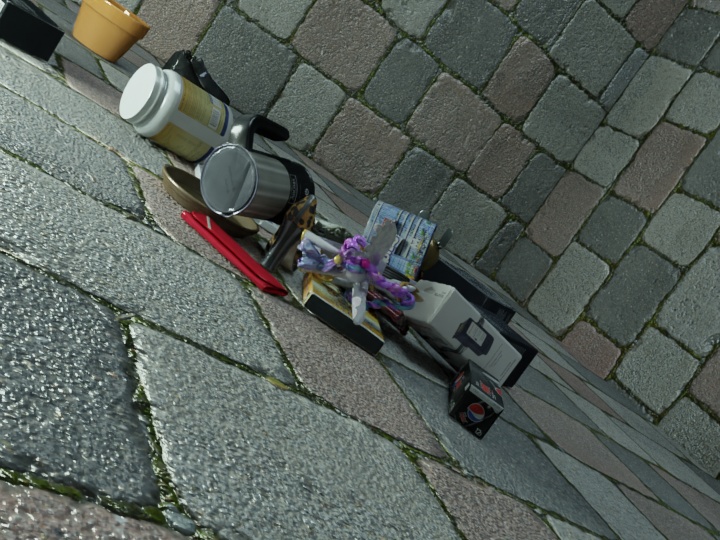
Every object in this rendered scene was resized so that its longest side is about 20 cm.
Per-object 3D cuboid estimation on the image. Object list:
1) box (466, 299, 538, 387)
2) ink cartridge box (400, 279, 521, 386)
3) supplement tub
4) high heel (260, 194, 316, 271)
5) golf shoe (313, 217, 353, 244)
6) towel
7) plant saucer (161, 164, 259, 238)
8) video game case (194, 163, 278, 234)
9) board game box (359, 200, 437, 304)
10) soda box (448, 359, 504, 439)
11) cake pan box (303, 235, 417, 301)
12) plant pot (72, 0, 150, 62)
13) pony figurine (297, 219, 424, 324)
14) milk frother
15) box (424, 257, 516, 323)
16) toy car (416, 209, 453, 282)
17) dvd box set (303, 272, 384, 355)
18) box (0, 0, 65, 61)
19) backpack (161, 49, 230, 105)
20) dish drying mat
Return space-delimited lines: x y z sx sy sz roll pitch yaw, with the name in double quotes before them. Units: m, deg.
"box" 0.269 0.155 1.898 0.199 0.108 0.148 25 13 -50
"ink cartridge box" 0.179 0.117 1.608 0.200 0.085 0.145 44 -12 -20
"supplement tub" -0.377 -0.320 1.783 0.199 0.145 0.144 29 11 -41
"high heel" -0.107 -0.072 1.513 0.071 0.143 0.200 35 9 -1
"golf shoe" -0.094 -0.086 1.880 0.097 0.079 0.199 38 7 41
"towel" 0.025 0.061 1.604 0.144 0.023 0.200 37 -6 14
"plant saucer" -0.265 -0.116 1.518 0.199 0.030 0.200 35 9 -7
"video game case" -0.247 -0.142 1.764 0.199 0.018 0.143 33 8 -21
"board game box" 0.046 -0.048 1.969 0.198 0.202 0.062 22 6 8
"soda box" 0.191 0.210 1.445 0.070 0.064 0.200 36 9 1
"cake pan box" 0.000 0.000 1.671 0.199 0.053 0.183 20 -5 44
"plant pot" -0.707 -0.677 2.419 0.199 0.141 0.200 35 8 -5
"pony figurine" -0.003 0.000 1.387 0.198 0.168 0.193 21 -5 20
"milk frother" -0.214 -0.161 1.506 0.188 0.198 0.183 7 69 -63
"box" 0.259 0.078 2.217 0.200 0.124 0.198 39 8 33
"toy car" 0.134 -0.040 2.098 0.164 0.201 0.157 39 9 27
"dvd box set" -0.032 0.064 1.462 0.146 0.030 0.200 35 8 -10
"box" -0.717 -0.524 1.767 0.200 0.079 0.141 41 13 32
"backpack" -0.449 -0.476 2.329 0.200 0.167 0.126 37 1 -35
"dish drying mat" -0.196 -0.029 1.355 0.200 0.018 0.077 40 8 24
